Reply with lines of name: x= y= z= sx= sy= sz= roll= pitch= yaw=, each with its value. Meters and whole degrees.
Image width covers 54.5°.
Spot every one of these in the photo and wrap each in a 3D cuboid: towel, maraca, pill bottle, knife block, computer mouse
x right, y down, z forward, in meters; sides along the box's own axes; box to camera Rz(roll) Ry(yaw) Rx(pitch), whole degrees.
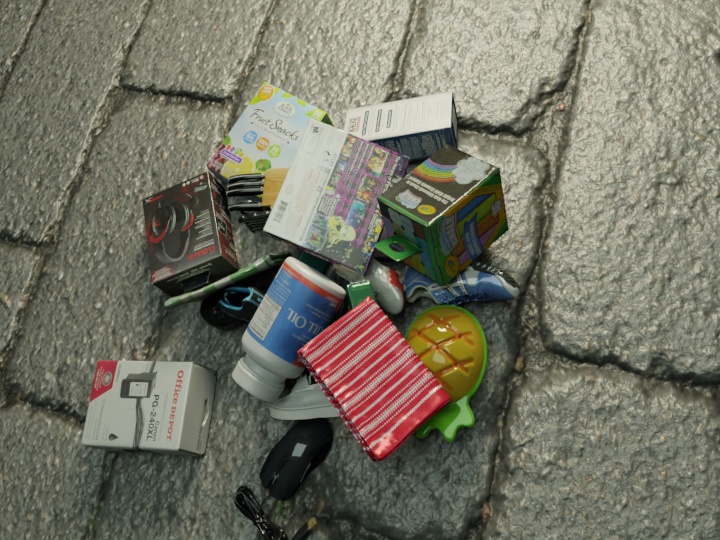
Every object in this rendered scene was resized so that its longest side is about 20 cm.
towel: x=0.018 y=0.150 z=0.995 sx=0.143 sy=0.023 sz=0.201 roll=-34 pitch=69 yaw=-15
towel: x=-0.221 y=0.013 z=1.200 sx=0.195 sy=0.152 sz=0.024 roll=-22 pitch=91 yaw=9
maraca: x=0.122 y=0.150 z=1.047 sx=0.133 sy=0.107 sz=0.206 roll=0 pitch=70 yaw=23
pill bottle: x=-0.114 y=0.093 z=1.076 sx=0.111 sy=0.112 sz=0.203 roll=31 pitch=93 yaw=26
knife block: x=-0.126 y=-0.141 z=1.196 sx=0.200 sy=0.064 sz=0.175 roll=-44 pitch=67 yaw=-5
computer mouse: x=-0.104 y=0.332 z=1.090 sx=0.200 sy=0.046 sz=0.140 roll=-46 pitch=62 yaw=-2

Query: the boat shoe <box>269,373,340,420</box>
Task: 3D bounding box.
boat shoe: x=-0.070 y=0.192 z=1.082 sx=0.197 sy=0.071 sz=0.071 roll=-16 pitch=78 yaw=46

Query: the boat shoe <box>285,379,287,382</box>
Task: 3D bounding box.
boat shoe: x=-0.123 y=0.111 z=1.174 sx=0.065 sy=0.070 sz=0.203 roll=29 pitch=89 yaw=24

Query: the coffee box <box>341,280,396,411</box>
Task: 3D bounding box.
coffee box: x=0.016 y=0.135 z=1.082 sx=0.043 sy=0.124 sz=0.204 roll=-10 pitch=63 yaw=-11

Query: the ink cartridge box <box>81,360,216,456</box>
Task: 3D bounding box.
ink cartridge box: x=-0.359 y=0.233 z=1.194 sx=0.194 sy=0.083 sz=0.149 roll=-2 pitch=69 yaw=18

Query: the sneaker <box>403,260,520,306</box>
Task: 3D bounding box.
sneaker: x=0.156 y=0.027 z=1.103 sx=0.196 sy=0.076 sz=0.079 roll=9 pitch=69 yaw=33

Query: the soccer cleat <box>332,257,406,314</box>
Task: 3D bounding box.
soccer cleat: x=0.000 y=0.000 z=1.145 sx=0.201 sy=0.084 sz=0.070 roll=54 pitch=136 yaw=32

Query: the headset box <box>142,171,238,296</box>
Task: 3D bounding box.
headset box: x=-0.314 y=-0.058 z=1.293 sx=0.145 sy=0.075 sz=0.205 roll=-19 pitch=65 yaw=11

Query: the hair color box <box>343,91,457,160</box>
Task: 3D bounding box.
hair color box: x=0.070 y=-0.245 z=1.228 sx=0.194 sy=0.061 sz=0.102 roll=-6 pitch=48 yaw=16

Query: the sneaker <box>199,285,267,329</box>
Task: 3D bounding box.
sneaker: x=-0.216 y=0.053 z=1.193 sx=0.196 sy=0.082 sz=0.075 roll=-5 pitch=58 yaw=40

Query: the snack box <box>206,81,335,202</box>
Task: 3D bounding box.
snack box: x=-0.167 y=-0.231 z=1.314 sx=0.166 sy=0.068 sz=0.202 roll=29 pitch=80 yaw=26

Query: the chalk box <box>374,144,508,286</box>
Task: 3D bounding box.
chalk box: x=0.112 y=-0.073 z=1.066 sx=0.199 sy=0.126 sz=0.124 roll=-38 pitch=44 yaw=-18

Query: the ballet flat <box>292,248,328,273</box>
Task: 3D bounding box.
ballet flat: x=-0.076 y=-0.055 z=1.228 sx=0.063 sy=0.067 sz=0.203 roll=14 pitch=73 yaw=51

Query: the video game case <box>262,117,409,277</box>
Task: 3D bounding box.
video game case: x=-0.037 y=-0.118 z=1.116 sx=0.177 sy=0.036 sz=0.205 roll=21 pitch=81 yaw=6

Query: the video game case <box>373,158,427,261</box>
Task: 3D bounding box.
video game case: x=0.094 y=-0.113 z=1.207 sx=0.139 sy=0.019 sz=0.206 roll=2 pitch=72 yaw=20
